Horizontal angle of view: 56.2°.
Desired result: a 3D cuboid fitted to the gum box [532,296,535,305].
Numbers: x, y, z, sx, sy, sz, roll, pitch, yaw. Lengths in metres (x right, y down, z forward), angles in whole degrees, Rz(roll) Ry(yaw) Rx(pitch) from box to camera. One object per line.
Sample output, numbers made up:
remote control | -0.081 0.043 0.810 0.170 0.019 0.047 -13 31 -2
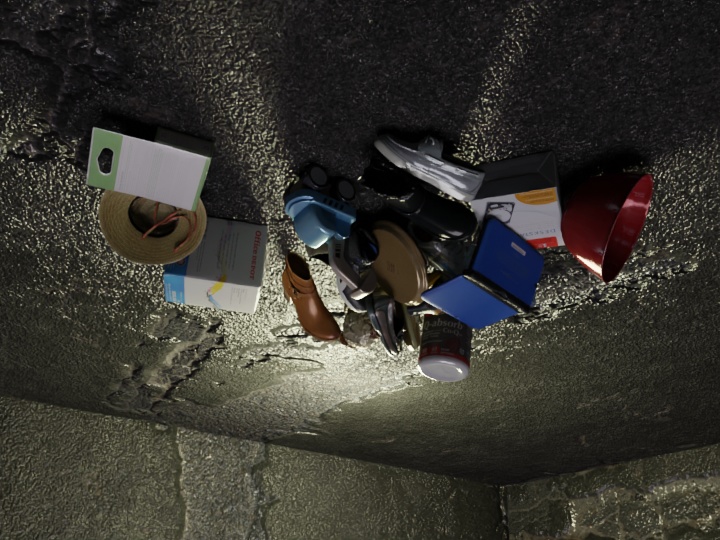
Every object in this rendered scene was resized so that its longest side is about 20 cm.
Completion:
gum box | 0.292 0.063 1.627 0.198 0.045 0.169 20 148 -26

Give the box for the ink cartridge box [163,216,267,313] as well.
ink cartridge box | -0.305 -0.013 1.436 0.196 0.150 0.145 9 152 -10

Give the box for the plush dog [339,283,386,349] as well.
plush dog | 0.010 0.097 1.581 0.159 0.175 0.199 22 148 -32

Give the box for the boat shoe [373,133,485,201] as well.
boat shoe | 0.121 -0.192 1.143 0.198 0.070 0.072 27 113 -9

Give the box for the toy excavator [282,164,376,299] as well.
toy excavator | -0.055 -0.063 1.255 0.192 0.203 0.099 21 148 -30

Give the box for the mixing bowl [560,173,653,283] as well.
mixing bowl | 0.428 -0.092 1.202 0.107 0.202 0.200 27 166 32

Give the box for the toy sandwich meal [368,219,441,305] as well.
toy sandwich meal | 0.084 -0.020 1.371 0.070 0.207 0.206 -28 167 -29

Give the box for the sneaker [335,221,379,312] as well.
sneaker | 0.000 0.000 1.375 0.072 0.203 0.111 -28 -160 -29

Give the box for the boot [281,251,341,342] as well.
boot | -0.115 0.062 1.542 0.200 0.073 0.156 43 151 20

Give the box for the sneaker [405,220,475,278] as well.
sneaker | 0.176 -0.041 1.349 0.197 0.077 0.081 22 156 22

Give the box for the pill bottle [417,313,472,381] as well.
pill bottle | 0.194 0.135 1.514 0.114 0.203 0.116 8 150 4

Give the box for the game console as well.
game console | 0.236 0.012 1.289 0.199 0.173 0.117 29 168 -40

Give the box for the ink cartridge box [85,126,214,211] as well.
ink cartridge box | -0.373 -0.188 1.194 0.197 0.049 0.146 14 139 -18

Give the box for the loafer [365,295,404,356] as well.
loafer | 0.067 0.119 1.433 0.062 0.073 0.201 -16 142 10

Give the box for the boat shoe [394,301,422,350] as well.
boat shoe | 0.110 0.073 1.495 0.062 0.204 0.073 -10 165 -14

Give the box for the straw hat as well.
straw hat | -0.403 -0.111 1.319 0.198 0.204 0.085 12 -168 -18

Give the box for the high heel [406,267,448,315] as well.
high heel | 0.193 0.021 1.399 0.072 0.200 0.142 49 156 -10

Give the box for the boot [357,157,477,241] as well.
boot | 0.100 -0.123 1.176 0.196 0.074 0.162 28 180 24

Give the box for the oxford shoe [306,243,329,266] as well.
oxford shoe | -0.033 -0.027 1.457 0.197 0.076 0.070 17 150 -25

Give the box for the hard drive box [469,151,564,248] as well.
hard drive box | 0.295 -0.119 1.248 0.153 0.078 0.200 -8 151 21
